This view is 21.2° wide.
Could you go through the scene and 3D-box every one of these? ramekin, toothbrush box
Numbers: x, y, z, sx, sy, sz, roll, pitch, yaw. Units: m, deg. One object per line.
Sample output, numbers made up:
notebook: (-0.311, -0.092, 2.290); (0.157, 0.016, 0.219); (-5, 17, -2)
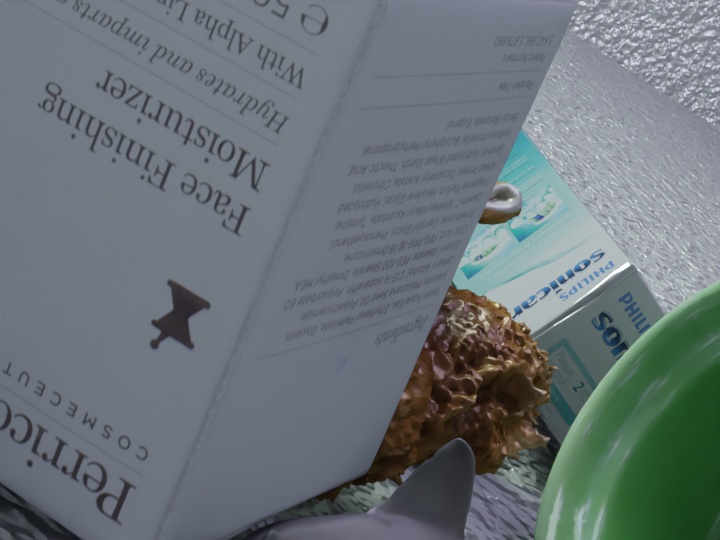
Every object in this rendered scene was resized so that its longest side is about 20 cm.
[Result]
ramekin: (0.179, 0.106, 0.832); (0.097, 0.200, 0.200); (36, 13, -25)
toothbrush box: (0.111, 0.024, 1.052); (0.147, 0.085, 0.200); (54, 3, -33)

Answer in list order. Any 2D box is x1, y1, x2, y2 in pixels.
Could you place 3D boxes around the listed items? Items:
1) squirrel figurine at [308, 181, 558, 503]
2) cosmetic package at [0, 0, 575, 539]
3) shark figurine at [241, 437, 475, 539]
squirrel figurine: (0.000, 0.000, 0.822); (0.186, 0.141, 0.202); (-11, 80, -67)
cosmetic package: (-0.059, -0.037, 0.649); (0.164, 0.201, 0.165); (29, 17, 20)
shark figurine: (0.006, 0.098, 0.675); (0.214, 0.090, 0.128); (21, 19, -50)
